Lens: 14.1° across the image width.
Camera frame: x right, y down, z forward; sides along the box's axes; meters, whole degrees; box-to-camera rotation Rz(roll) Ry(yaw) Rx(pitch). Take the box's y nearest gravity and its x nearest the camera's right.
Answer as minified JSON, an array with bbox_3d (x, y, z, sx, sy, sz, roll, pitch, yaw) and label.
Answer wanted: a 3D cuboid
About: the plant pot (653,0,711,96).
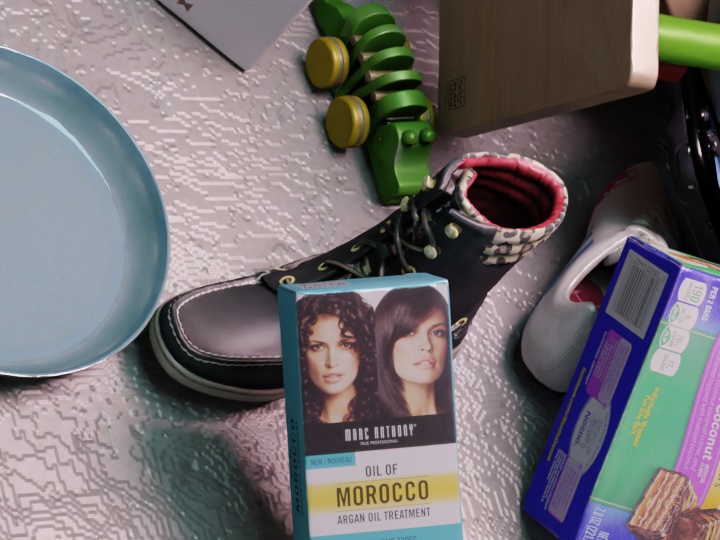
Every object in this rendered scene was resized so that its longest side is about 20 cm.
[{"bbox_3d":[0.148,-0.189,1.777,0.092,0.201,0.201,-19,69,3],"label":"plant pot"}]

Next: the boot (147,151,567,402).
[{"bbox_3d":[0.000,-0.001,1.547,0.203,0.154,0.074,-3,58,-36],"label":"boot"}]

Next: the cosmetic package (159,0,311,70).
[{"bbox_3d":[-0.028,-0.220,1.703,0.071,0.101,0.200,39,49,-8],"label":"cosmetic package"}]

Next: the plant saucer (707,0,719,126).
[{"bbox_3d":[0.250,-0.133,1.734,0.200,0.036,0.201,-2,93,-59],"label":"plant saucer"}]

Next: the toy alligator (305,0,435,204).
[{"bbox_3d":[0.020,-0.085,1.682,0.059,0.054,0.200,-5,65,-35],"label":"toy alligator"}]

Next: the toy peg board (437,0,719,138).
[{"bbox_3d":[0.136,-0.181,1.642,0.098,0.199,0.201,6,81,-29],"label":"toy peg board"}]

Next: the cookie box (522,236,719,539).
[{"bbox_3d":[0.216,0.091,1.625,0.200,0.172,0.075,16,10,-24],"label":"cookie box"}]

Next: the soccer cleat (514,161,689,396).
[{"bbox_3d":[0.161,-0.005,1.703,0.070,0.086,0.200,40,48,-6],"label":"soccer cleat"}]

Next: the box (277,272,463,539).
[{"bbox_3d":[0.007,0.105,1.484,0.082,0.049,0.201,-5,95,-12],"label":"box"}]

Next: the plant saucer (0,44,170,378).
[{"bbox_3d":[-0.194,-0.029,1.526,0.200,0.027,0.201,17,54,-25],"label":"plant saucer"}]

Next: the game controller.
[{"bbox_3d":[0.211,-0.041,1.717,0.200,0.042,0.105,63,28,-49],"label":"game controller"}]
